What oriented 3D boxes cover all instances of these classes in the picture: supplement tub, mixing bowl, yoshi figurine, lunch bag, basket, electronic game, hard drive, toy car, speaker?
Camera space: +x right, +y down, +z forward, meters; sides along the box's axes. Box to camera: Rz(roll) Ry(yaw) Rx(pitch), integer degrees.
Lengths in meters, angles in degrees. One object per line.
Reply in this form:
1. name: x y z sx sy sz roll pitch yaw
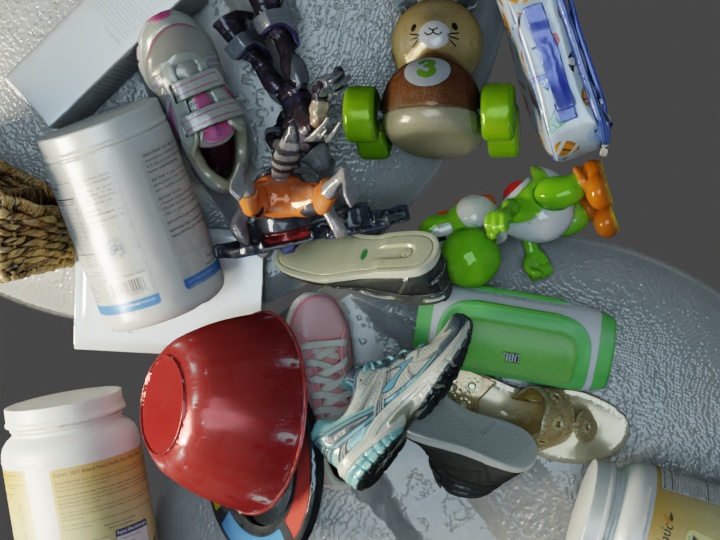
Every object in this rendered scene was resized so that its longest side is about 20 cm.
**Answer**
1. supplement tub: -0.223 -0.055 1.496 0.131 0.132 0.202 -17 102 5
2. mixing bowl: -0.146 0.135 1.479 0.107 0.199 0.203 7 96 -33
3. yoshi figurine: 0.158 -0.035 1.523 0.198 0.112 0.114 -15 99 8
4. lunch bag: 0.189 -0.200 1.479 0.075 0.160 0.202 -19 92 6
5. basket: -0.364 -0.065 1.511 0.141 0.200 0.151 -7 93 6
6. supplement tub: 0.310 0.274 1.505 0.198 0.144 0.146 16 95 3
7. electronic game: -0.100 0.195 1.533 0.041 0.199 0.203 1 96 -37
8. hard drive: -0.199 0.020 1.592 0.197 0.026 0.134 3 94 4
9. toy car: 0.074 -0.218 1.502 0.162 0.158 0.203 0 83 9
10. speaker: 0.154 0.067 1.540 0.198 0.088 0.090 9 95 4
11. supplement tub: -0.287 0.228 1.555 0.143 0.144 0.203 -8 94 5

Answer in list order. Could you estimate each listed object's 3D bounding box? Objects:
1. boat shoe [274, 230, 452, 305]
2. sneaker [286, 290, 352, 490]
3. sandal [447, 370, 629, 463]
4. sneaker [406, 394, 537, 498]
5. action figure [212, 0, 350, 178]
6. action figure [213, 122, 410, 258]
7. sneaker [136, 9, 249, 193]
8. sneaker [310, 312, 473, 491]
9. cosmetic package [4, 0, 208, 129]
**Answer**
1. boat shoe: 0.000 0.000 1.532 0.198 0.068 0.072 5 54 33
2. sneaker: -0.027 0.126 1.539 0.075 0.104 0.203 -3 98 -25
3. sandal: 0.173 0.151 1.551 0.209 0.070 0.078 17 95 3
4. sneaker: 0.071 0.172 1.540 0.198 0.099 0.071 24 51 -4
5. action figure: -0.068 -0.183 1.529 0.130 0.069 0.202 -32 78 37
6. action figure: -0.049 -0.077 1.474 0.198 0.193 0.106 -11 86 -11
7. sneaker: -0.154 -0.163 1.508 0.081 0.088 0.201 -30 120 -11
8. sneaker: 0.030 0.108 1.456 0.086 0.078 0.200 37 72 14
9. cosmetic package: -0.255 -0.235 1.541 0.200 0.101 0.071 -43 89 5
